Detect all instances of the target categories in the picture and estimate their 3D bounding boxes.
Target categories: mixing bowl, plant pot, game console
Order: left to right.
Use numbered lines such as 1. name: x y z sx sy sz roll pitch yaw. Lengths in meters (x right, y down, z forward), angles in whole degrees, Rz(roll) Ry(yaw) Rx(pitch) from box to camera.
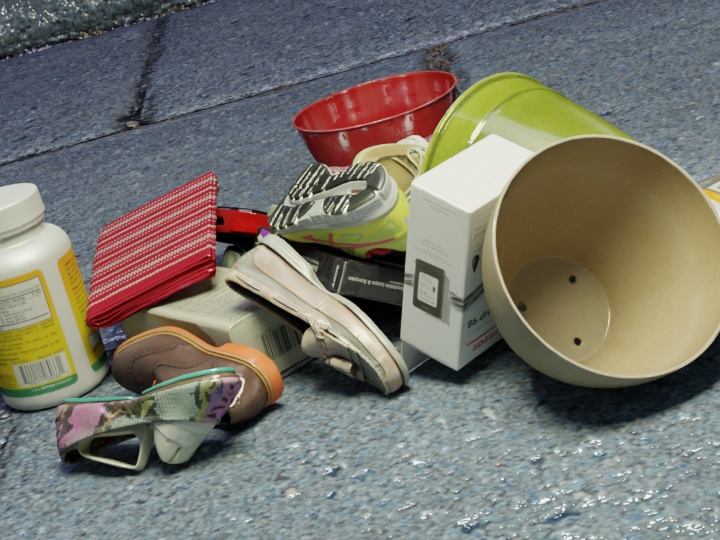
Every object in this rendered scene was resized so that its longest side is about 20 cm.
1. game console: -0.117 -0.044 1.853 0.176 0.031 0.199 8 -2 -44
2. mixing bowl: 0.028 -0.150 2.033 0.199 0.109 0.200 -14 18 5
3. plant pot: 0.187 -0.060 1.565 0.200 0.202 0.192 -28 34 -32
4. plant pot: 0.180 0.010 1.392 0.199 0.201 0.135 -24 -13 -22

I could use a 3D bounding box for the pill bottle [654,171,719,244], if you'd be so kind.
1. pill bottle: 0.350 -0.043 1.469 0.199 0.117 0.116 -27 22 -31

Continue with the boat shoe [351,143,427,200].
1. boat shoe: 0.084 -0.082 1.709 0.200 0.074 0.063 13 -6 -31

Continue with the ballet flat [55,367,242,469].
1. ballet flat: -0.180 0.133 1.476 0.199 0.072 0.069 -13 -18 31

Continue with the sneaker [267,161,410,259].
1. sneaker: -0.013 -0.044 1.584 0.078 0.090 0.200 -56 26 -14

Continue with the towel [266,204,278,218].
1. towel: 0.037 -0.036 1.713 0.199 0.035 0.192 9 4 43

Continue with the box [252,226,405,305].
1. box: 0.000 0.000 1.651 0.142 0.036 0.200 11 7 -29

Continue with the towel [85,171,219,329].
1. towel: -0.203 -0.021 1.720 0.144 0.023 0.200 -26 27 10

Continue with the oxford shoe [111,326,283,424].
1. oxford shoe: -0.164 0.099 1.556 0.199 0.072 0.072 2 31 42

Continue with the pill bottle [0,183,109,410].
1. pill bottle: -0.324 0.023 1.689 0.112 0.201 0.113 -14 19 5

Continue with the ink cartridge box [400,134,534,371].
1. ink cartridge box: 0.096 0.000 1.476 0.066 0.201 0.116 27 41 31

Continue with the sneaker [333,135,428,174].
1. sneaker: 0.023 -0.099 1.767 0.073 0.085 0.199 11 6 42

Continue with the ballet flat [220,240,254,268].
1. ballet flat: -0.092 0.021 1.735 0.067 0.064 0.200 20 4 -25

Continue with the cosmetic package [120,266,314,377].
1. cosmetic package: -0.134 0.052 1.654 0.105 0.072 0.199 -29 23 -31

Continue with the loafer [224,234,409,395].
1. loafer: -0.040 0.049 1.524 0.063 0.072 0.200 -36 58 -19

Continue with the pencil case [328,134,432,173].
1. pencil case: 0.046 -0.100 1.898 0.199 0.087 0.083 -23 27 -31
